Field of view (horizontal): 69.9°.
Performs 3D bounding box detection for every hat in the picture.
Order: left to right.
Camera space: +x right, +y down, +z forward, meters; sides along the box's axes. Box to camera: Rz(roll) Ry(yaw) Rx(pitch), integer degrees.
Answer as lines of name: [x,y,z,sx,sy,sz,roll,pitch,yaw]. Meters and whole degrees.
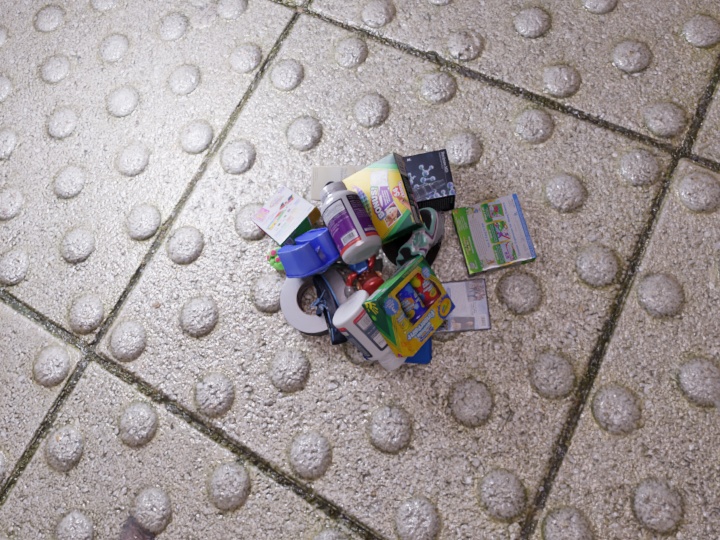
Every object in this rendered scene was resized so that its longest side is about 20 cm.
hat: [0.132,-0.094,1.478,0.197,0.081,0.205,0,91,-24]

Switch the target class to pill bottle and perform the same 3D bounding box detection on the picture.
pill bottle: [-0.032,-0.126,1.335,0.111,0.113,0.203,-26,73,-1]
pill bottle: [0.033,0.161,1.339,0.120,0.119,0.200,-45,108,-7]

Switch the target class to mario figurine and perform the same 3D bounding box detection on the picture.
mario figurine: [0.000,0.000,1.437,0.123,0.105,0.202,-36,77,32]

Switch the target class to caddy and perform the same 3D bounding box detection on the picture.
caddy: [-0.136,-0.036,1.393,0.141,0.199,0.106,-37,107,-28]

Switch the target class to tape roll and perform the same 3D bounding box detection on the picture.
tape roll: [-0.129,0.084,1.482,0.196,0.066,0.205,-2,75,8]

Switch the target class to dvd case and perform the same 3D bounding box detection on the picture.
dvd case: [0.261,0.101,1.450,0.196,0.018,0.146,-5,73,7]

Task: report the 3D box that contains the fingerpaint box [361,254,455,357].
fingerpaint box: [0.126,0.088,1.295,0.199,0.073,0.168,-40,101,-33]

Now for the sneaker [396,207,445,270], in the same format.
sneaker: [0.181,-0.073,1.419,0.077,0.139,0.203,36,112,28]

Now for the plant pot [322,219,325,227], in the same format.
plant pot: [-0.017,-0.162,1.557,0.196,0.028,0.204,-2,73,7]

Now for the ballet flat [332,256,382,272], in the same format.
ballet flat: [-0.030,-0.035,1.498,0.196,0.067,0.065,13,94,4]

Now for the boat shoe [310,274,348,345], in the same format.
boat shoe: [-0.091,0.103,1.393,0.068,0.084,0.202,-24,70,-12]

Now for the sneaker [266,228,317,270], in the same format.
sneaker: [-0.191,-0.063,1.534,0.197,0.084,0.078,-23,101,16]

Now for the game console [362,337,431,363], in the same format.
game console: [0.107,0.152,1.446,0.196,0.120,0.172,1,44,14]

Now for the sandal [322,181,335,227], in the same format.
sandal: [-0.076,-0.152,1.479,0.074,0.048,0.205,6,110,20]

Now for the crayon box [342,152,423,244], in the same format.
crayon box: [0.057,-0.182,1.377,0.170,0.058,0.204,-23,77,29]

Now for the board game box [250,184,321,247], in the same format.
board game box: [-0.223,-0.159,1.529,0.153,0.040,0.199,-47,45,-6]

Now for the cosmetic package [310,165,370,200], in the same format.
cosmetic package: [-0.043,-0.254,1.507,0.196,0.073,0.106,3,97,21]

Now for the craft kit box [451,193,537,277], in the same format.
craft kit box: [0.379,-0.100,1.480,0.193,0.049,0.204,-12,73,1]

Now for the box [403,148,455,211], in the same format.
box: [0.169,-0.249,1.515,0.196,0.107,0.151,-11,72,4]
